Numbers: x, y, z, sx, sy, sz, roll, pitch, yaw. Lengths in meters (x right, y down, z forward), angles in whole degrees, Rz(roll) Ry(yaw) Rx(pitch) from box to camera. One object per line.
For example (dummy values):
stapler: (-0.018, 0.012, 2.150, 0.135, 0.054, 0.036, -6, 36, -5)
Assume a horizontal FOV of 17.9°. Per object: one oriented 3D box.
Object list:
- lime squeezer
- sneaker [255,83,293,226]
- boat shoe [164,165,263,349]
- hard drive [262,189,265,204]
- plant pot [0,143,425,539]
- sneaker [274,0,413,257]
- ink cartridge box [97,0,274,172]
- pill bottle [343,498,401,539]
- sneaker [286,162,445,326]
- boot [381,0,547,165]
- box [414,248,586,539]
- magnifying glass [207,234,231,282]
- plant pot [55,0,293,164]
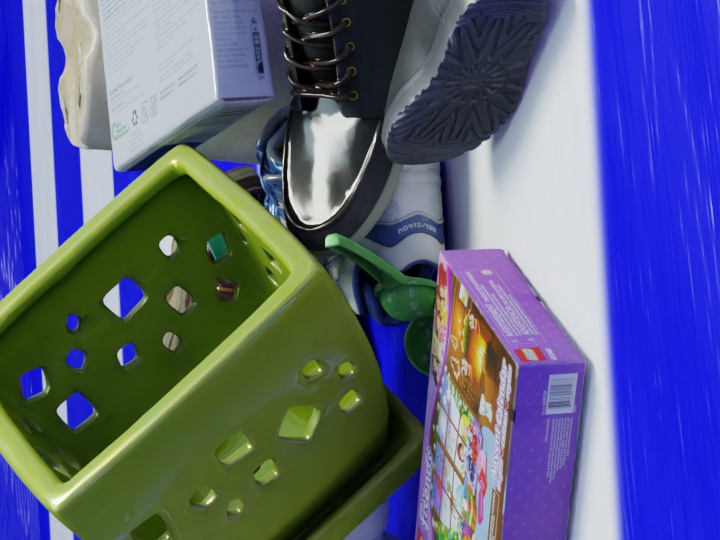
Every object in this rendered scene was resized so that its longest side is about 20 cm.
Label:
lime squeezer: (0.026, 0.036, 1.266, 0.038, 0.071, 0.201, 5, 135, 36)
sneaker: (-0.034, -0.063, 1.428, 0.200, 0.077, 0.076, 120, 145, -45)
boat shoe: (-0.101, 0.013, 1.696, 0.072, 0.072, 0.201, 43, 131, 25)
hard drive: (-0.064, 0.015, 1.708, 0.200, 0.025, 0.133, 108, 154, -53)
plant pot: (-0.090, 0.078, 1.320, 0.182, 0.199, 0.200, 51, 175, -37)
sneaker: (-0.022, -0.114, 1.265, 0.074, 0.106, 0.201, 7, 80, 32)
ink cartridge box: (-0.113, -0.175, 1.357, 0.199, 0.040, 0.201, 160, 103, -65)
pill bottle: (-0.019, 0.231, 1.415, 0.111, 0.110, 0.201, -134, 43, -68)
sneaker: (0.000, 0.000, 1.370, 0.200, 0.075, 0.089, 118, 146, -63)
boot: (0.038, -0.180, 1.210, 0.165, 0.065, 0.201, 122, 140, -52)
box: (0.069, 0.107, 1.198, 0.137, 0.039, 0.201, -121, 31, -62)
magnifying glass: (-0.088, -0.012, 1.562, 0.200, 0.022, 0.080, 62, -175, -68)
plant pot: (-0.107, -0.152, 1.533, 0.200, 0.182, 0.202, 177, 90, -75)
